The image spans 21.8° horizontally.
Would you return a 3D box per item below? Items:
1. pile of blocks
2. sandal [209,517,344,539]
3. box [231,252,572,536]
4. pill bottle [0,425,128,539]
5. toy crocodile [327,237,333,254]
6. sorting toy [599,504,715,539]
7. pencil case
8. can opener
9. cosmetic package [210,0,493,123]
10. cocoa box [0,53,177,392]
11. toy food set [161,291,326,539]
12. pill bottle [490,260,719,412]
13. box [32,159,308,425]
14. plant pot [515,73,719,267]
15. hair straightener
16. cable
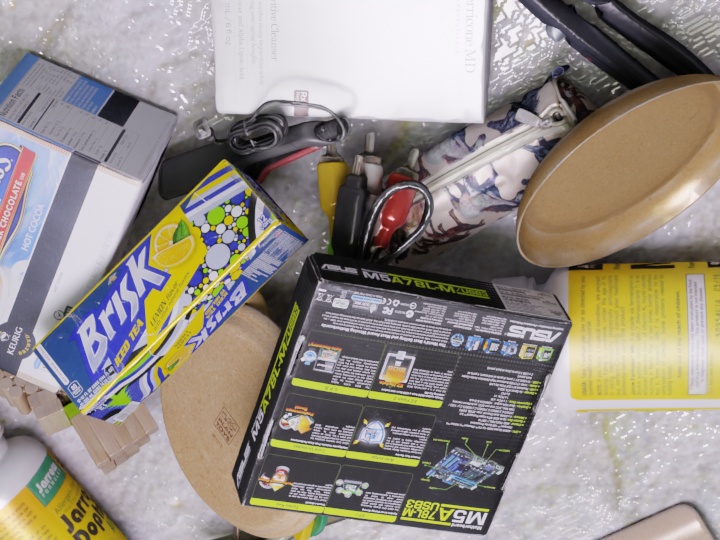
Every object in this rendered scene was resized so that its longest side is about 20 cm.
[{"bbox_3d":[-0.252,0.095,1.534,0.200,0.062,0.082,30,71,11],"label":"pile of blocks"},{"bbox_3d":[-0.052,0.192,1.549,0.201,0.080,0.057,-27,92,12],"label":"sandal"},{"bbox_3d":[0.029,0.093,1.345,0.200,0.048,0.193,9,119,-20],"label":"box"},{"bbox_3d":[-0.282,0.210,1.559,0.113,0.113,0.200,-33,106,20],"label":"pill bottle"},{"bbox_3d":[-0.015,0.057,1.478,0.062,0.068,0.200,0,119,-15],"label":"toy crocodile"},{"bbox_3d":[0.247,0.309,1.583,0.185,0.036,0.200,-28,104,18],"label":"sorting toy"},{"bbox_3d":[0.087,-0.073,1.391,0.200,0.089,0.078,-29,64,19],"label":"pencil case"},{"bbox_3d":[0.177,-0.173,1.348,0.200,0.079,0.063,40,105,-21],"label":"can opener"},{"bbox_3d":[-0.003,-0.173,1.359,0.200,0.081,0.113,2,113,8],"label":"cosmetic package"},{"bbox_3d":[-0.244,-0.038,1.424,0.131,0.133,0.200,24,116,-5],"label":"cocoa box"},{"bbox_3d":[-0.089,0.115,1.466,0.200,0.049,0.198,39,129,31],"label":"toy food set"},{"bbox_3d":[0.200,0.051,1.420,0.200,0.114,0.115,-1,115,8],"label":"pill bottle"},{"bbox_3d":[-0.137,0.018,1.353,0.200,0.064,0.070,-44,68,5],"label":"box"},{"bbox_3d":[0.194,-0.076,1.346,0.200,0.200,0.028,-42,61,22],"label":"plant pot"},{"bbox_3d":[-0.086,-0.086,1.372,0.077,0.041,0.200,17,160,-41],"label":"hair straightener"},{"bbox_3d":[0.000,0.000,1.364,0.097,0.050,0.200,12,97,15],"label":"cable"}]
